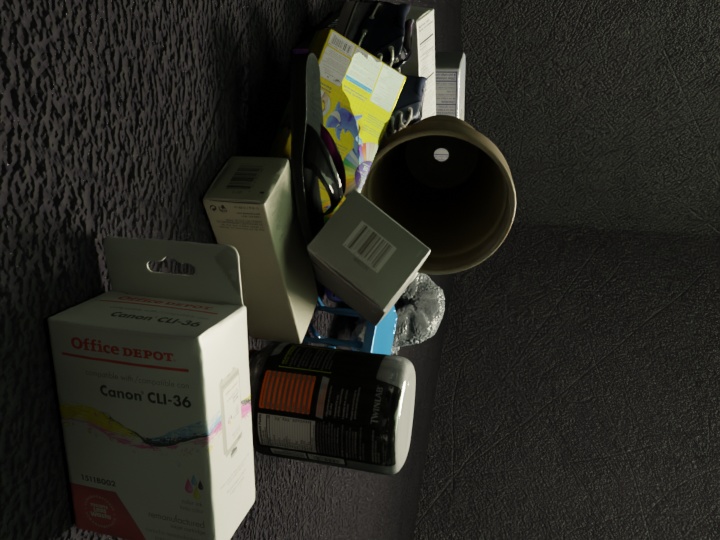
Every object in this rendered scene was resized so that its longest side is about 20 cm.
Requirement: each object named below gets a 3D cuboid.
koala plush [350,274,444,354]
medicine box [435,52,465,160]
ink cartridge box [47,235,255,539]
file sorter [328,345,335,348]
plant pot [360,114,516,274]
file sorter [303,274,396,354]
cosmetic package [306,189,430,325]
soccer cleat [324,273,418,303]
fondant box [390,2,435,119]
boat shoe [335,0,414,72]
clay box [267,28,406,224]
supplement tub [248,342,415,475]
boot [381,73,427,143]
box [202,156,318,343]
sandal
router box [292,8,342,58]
[{"bbox_3d":[0.053,0.082,1.116,0.200,0.181,0.180,120,-36,-73],"label":"koala plush"},{"bbox_3d":[0.107,-0.307,1.139,0.103,0.180,0.202,-66,156,-52],"label":"medicine box"},{"bbox_3d":[-0.141,0.083,0.406,0.067,0.115,0.203,-44,135,-69],"label":"ink cartridge box"},{"bbox_3d":[0.002,0.247,1.026,0.201,0.121,0.140,75,23,-52],"label":"file sorter"},{"bbox_3d":[0.106,-0.126,0.796,0.174,0.197,0.202,-73,162,-53],"label":"plant pot"},{"bbox_3d":[-0.029,0.124,0.829,0.139,0.121,0.202,69,29,-61],"label":"file sorter"},{"bbox_3d":[0.007,-0.005,0.675,0.090,0.106,0.200,-51,173,-11],"label":"cosmetic package"},{"bbox_3d":[0.000,0.000,0.890,0.073,0.199,0.069,31,60,-32],"label":"soccer cleat"},{"bbox_3d":[0.049,-0.325,0.963,0.058,0.143,0.202,-46,144,-35],"label":"fondant box"},{"bbox_3d":[0.009,-0.255,0.741,0.075,0.092,0.203,43,57,-66],"label":"boat shoe"},{"bbox_3d":[-0.036,-0.158,0.688,0.114,0.048,0.202,20,95,-32],"label":"clay box"},{"bbox_3d":[-0.045,0.145,0.640,0.122,0.197,0.124,5,90,-76],"label":"supplement tub"},{"bbox_3d":[0.040,-0.218,0.859,0.073,0.089,0.202,80,23,-61],"label":"boot"},{"bbox_3d":[-0.100,-0.017,0.636,0.083,0.067,0.202,-71,161,-46],"label":"box"},{"bbox_3d":[-0.042,-0.121,0.618,0.075,0.047,0.203,-58,148,-69],"label":"sandal"},{"bbox_3d":[-0.032,-0.276,0.852,0.201,0.050,0.151,-65,156,-50],"label":"router box"}]
